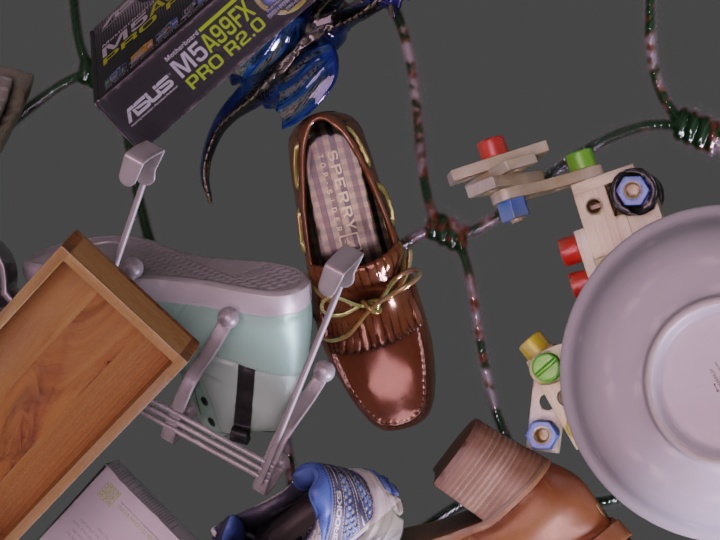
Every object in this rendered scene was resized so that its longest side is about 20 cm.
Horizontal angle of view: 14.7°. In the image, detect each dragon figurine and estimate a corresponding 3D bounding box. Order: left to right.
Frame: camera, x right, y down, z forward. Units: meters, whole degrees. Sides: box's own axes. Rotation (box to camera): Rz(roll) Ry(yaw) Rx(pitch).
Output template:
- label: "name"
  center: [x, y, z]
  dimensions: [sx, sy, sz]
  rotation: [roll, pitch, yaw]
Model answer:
- label: "dragon figurine"
  center: [-0.046, -0.128, 1.713]
  dimensions: [0.059, 0.099, 0.200]
  rotation: [42, 96, -10]

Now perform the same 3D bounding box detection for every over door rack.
- label: "over door rack"
  center: [-0.083, 0.024, 1.647]
  dimensions: [0.147, 0.067, 0.201]
  rotation: [27, 132, 8]

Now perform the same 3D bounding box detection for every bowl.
- label: "bowl"
  center: [0.212, 0.062, 1.600]
  dimensions: [0.200, 0.090, 0.202]
  rotation: [0, 92, 8]

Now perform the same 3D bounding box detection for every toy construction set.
- label: "toy construction set"
  center: [0.132, 0.004, 1.700]
  dimensions: [0.130, 0.092, 0.201]
  rotation: [-19, 99, 10]

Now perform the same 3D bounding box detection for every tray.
- label: "tray"
  center: [-0.196, 0.080, 1.638]
  dimensions: [0.099, 0.037, 0.200]
  rotation: [42, 112, -5]

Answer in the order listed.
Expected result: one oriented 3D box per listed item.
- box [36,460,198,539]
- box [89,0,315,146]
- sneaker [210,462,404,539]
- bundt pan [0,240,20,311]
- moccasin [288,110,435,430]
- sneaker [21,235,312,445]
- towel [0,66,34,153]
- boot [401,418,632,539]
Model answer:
- label: "box"
  center: [-0.175, 0.243, 1.784]
  dimensions: [0.144, 0.036, 0.200]
  rotation: [44, 97, 7]
- label: "box"
  center: [-0.078, -0.173, 1.694]
  dimensions: [0.200, 0.160, 0.044]
  rotation: [-40, 110, 9]
- label: "sneaker"
  center: [-0.070, 0.185, 1.689]
  dimensions: [0.200, 0.085, 0.077]
  rotation: [-48, 48, 12]
- label: "bundt pan"
  center: [-0.297, 0.037, 1.775]
  dimensions: [0.201, 0.076, 0.203]
  rotation: [1, 95, 13]
- label: "moccasin"
  center: [0.002, 0.000, 1.723]
  dimensions: [0.073, 0.078, 0.203]
  rotation: [-9, 89, 3]
- label: "sneaker"
  center: [-0.125, 0.048, 1.753]
  dimensions: [0.199, 0.074, 0.119]
  rotation: [10, 115, 24]
- label: "towel"
  center: [-0.318, -0.081, 1.732]
  dimensions: [0.191, 0.200, 0.035]
  rotation: [1, 123, 10]
- label: "boot"
  center: [0.079, 0.207, 1.726]
  dimensions: [0.155, 0.077, 0.200]
  rotation: [37, 100, -4]
